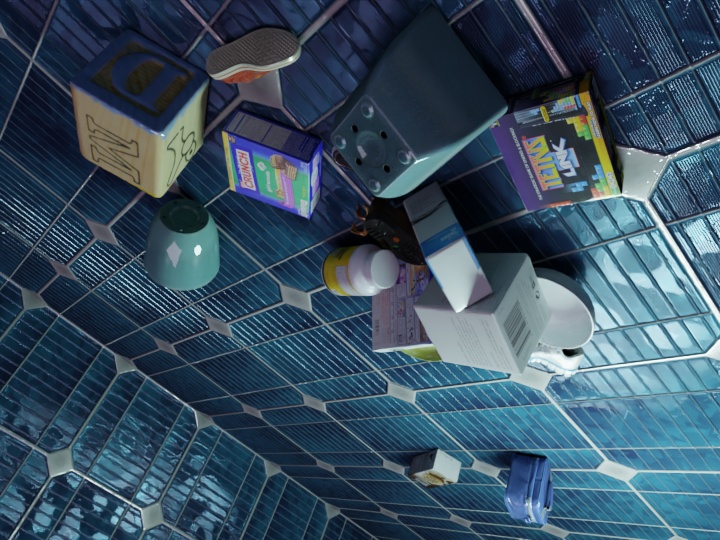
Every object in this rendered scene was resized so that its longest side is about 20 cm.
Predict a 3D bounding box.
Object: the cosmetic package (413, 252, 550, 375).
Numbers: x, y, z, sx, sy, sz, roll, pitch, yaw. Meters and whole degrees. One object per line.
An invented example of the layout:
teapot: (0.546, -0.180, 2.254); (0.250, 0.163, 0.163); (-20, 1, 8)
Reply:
cosmetic package: (0.246, 0.081, 1.139); (0.196, 0.166, 0.167); (3, 133, 46)

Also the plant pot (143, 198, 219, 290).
plant pot: (-0.454, -0.081, 1.453); (0.195, 0.203, 0.163); (24, 134, 2)

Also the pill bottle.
pill bottle: (0.000, 0.000, 1.287); (0.112, 0.114, 0.198); (43, 156, -24)

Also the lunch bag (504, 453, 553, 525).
lunch bag: (0.543, 0.697, 1.793); (0.129, 0.203, 0.138); (-5, 132, 32)

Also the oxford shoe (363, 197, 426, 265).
oxford shoe: (0.089, -0.081, 1.164); (0.071, 0.087, 0.199); (-14, 139, 37)

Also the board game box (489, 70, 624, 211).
board game box: (0.316, -0.197, 0.912); (0.161, 0.058, 0.201); (-8, 133, 38)

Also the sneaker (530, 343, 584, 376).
sneaker: (0.426, 0.174, 1.319); (0.193, 0.076, 0.088); (15, 138, 2)

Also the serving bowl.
serving bowl: (0.397, 0.067, 1.176); (0.197, 0.066, 0.203); (30, 149, 20)

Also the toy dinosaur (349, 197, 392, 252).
toy dinosaur: (0.035, -0.092, 1.228); (0.103, 0.062, 0.203); (13, 144, 15)

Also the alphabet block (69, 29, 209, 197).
alphabet block: (-0.434, -0.310, 1.136); (0.193, 0.198, 0.201); (29, 145, -3)

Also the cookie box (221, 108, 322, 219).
cookie box: (-0.182, -0.220, 1.190); (0.194, 0.076, 0.173); (21, 146, 9)

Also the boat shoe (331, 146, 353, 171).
boat shoe: (0.026, -0.204, 1.082); (0.194, 0.067, 0.071); (12, 144, 19)

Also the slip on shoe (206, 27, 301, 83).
slip on shoe: (-0.185, -0.377, 1.009); (0.194, 0.077, 0.061); (-5, 171, 28)

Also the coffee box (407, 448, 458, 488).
coffee box: (0.278, 0.755, 2.145); (0.111, 0.081, 0.200); (31, 145, -9)

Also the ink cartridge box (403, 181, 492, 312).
ink cartridge box: (0.162, -0.049, 1.070); (0.082, 0.203, 0.146); (-29, 125, 12)

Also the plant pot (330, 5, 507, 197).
plant pot: (0.066, -0.230, 0.864); (0.197, 0.200, 0.195); (49, 142, -5)

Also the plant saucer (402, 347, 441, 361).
plant saucer: (0.159, 0.173, 1.515); (0.194, 0.032, 0.203); (17, 144, 13)

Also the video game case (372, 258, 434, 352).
video game case: (0.102, 0.074, 1.281); (0.045, 0.208, 0.178); (13, 161, -42)
